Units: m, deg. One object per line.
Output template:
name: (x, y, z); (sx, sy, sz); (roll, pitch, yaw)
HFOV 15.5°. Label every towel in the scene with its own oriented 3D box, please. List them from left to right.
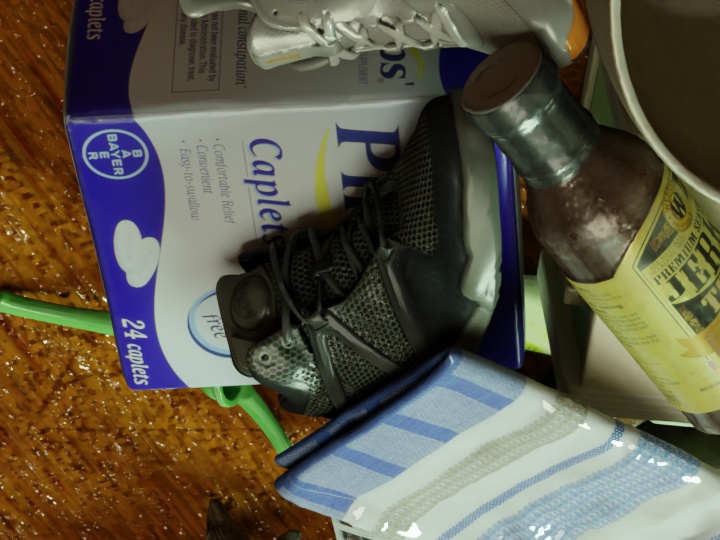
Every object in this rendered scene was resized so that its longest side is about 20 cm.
towel: (0.076, 0.104, 1.214); (0.199, 0.024, 0.147); (26, 140, -27)

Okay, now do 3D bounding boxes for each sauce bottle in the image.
sauce bottle: (0.112, -0.013, 1.106); (0.064, 0.065, 0.200); (-27, 125, 25)

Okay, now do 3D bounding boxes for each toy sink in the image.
toy sink: (0.147, -0.001, 1.235); (0.111, 0.131, 0.201); (4, 121, -4)

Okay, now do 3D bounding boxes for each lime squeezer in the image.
lime squeezer: (-0.094, 0.053, 1.389); (0.199, 0.038, 0.071); (30, 129, -28)

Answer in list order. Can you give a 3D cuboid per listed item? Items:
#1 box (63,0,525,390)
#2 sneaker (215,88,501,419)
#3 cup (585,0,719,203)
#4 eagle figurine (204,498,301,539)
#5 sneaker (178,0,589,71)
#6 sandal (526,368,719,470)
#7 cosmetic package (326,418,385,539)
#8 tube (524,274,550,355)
box: (-0.025, -0.046, 1.241); (0.198, 0.105, 0.185); (-4, 136, 4)
sneaker: (0.000, 0.000, 1.157); (0.113, 0.077, 0.200); (2, 143, -11)
cup: (0.171, -0.137, 1.098); (0.199, 0.143, 0.202); (-6, 111, -15)
eagle figurine: (-0.084, 0.236, 1.505); (0.150, 0.151, 0.201); (26, 122, 25)
sneaker: (0.003, -0.112, 1.120); (0.199, 0.092, 0.076); (23, 156, 31)
sandal: (0.119, 0.069, 1.392); (0.198, 0.082, 0.055); (13, 113, -3)
cosmetic package: (0.027, 0.109, 1.344); (0.082, 0.051, 0.200); (7, 163, 5)
tube: (0.142, 0.031, 1.358); (0.198, 0.052, 0.058); (9, 116, -6)
